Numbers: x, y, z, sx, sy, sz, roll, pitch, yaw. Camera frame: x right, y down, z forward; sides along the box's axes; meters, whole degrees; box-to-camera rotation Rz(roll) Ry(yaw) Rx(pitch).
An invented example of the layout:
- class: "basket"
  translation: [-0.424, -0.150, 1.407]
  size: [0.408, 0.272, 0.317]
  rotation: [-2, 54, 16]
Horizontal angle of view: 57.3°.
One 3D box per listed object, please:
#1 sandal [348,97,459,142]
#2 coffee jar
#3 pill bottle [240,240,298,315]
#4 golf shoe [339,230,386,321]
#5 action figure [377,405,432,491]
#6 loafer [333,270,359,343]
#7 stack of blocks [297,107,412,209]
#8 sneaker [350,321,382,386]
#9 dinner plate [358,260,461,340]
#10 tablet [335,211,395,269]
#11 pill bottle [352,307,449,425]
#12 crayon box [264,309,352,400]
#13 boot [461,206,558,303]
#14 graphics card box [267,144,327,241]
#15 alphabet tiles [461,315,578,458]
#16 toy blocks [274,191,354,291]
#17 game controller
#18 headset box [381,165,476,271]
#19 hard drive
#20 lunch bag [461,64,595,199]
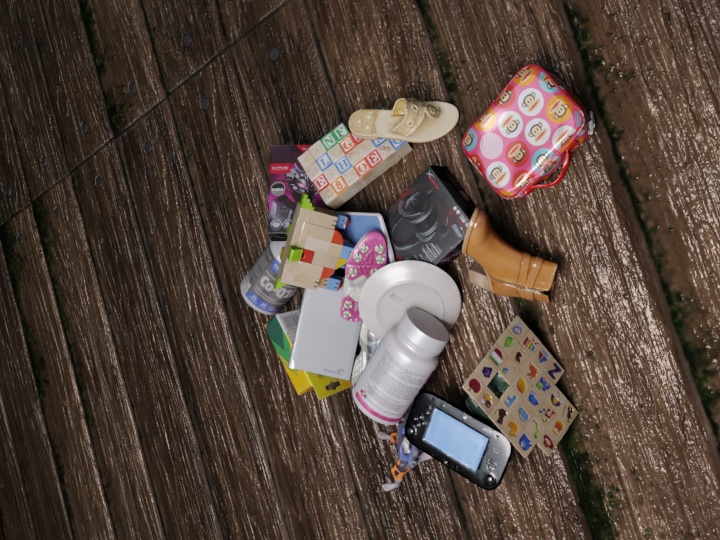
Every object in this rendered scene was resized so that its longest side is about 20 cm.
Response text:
- class: "sandal"
  translation: [0.077, -0.283, 1.216]
  size: [0.207, 0.070, 0.079]
  rotation: [-2, 80, 10]
- class: "coffee jar"
  translation: [0.234, 0.253, 1.195]
  size: [0.203, 0.103, 0.086]
  rotation: [-69, 24, 19]
- class: "pill bottle"
  translation: [-0.170, -0.007, 1.449]
  size: [0.114, 0.113, 0.201]
  rotation: [52, 121, 19]
- class: "golf shoe"
  translation: [0.000, 0.000, 1.278]
  size: [0.074, 0.092, 0.203]
  rotation: [12, 122, -11]
- class: "action figure"
  translation: [0.109, 0.321, 1.302]
  size: [0.193, 0.103, 0.202]
  rotation: [-44, 27, 42]
- class: "loafer"
  translation: [-0.047, 0.069, 1.414]
  size: [0.072, 0.062, 0.204]
  rotation: [161, 101, -66]
- class: "stack of blocks"
  translation: [-0.011, -0.230, 1.302]
  size: [0.199, 0.058, 0.116]
  rotation: [-35, 76, 10]
- class: "sneaker"
  translation: [0.042, 0.153, 1.354]
  size: [0.085, 0.078, 0.204]
  rotation: [13, 106, 15]
- class: "dinner plate"
  translation: [0.093, 0.071, 1.251]
  size: [0.196, 0.024, 0.203]
  rotation: [2, 122, 3]
- class: "tablet"
  translation: [0.002, -0.055, 1.319]
  size: [0.199, 0.014, 0.132]
  rotation: [10, 120, 57]
- class: "pill bottle"
  translation: [0.076, 0.178, 1.232]
  size: [0.113, 0.113, 0.202]
  rotation: [41, 114, 24]
- class: "crayon box"
  translation: [-0.111, 0.183, 1.419]
  size: [0.051, 0.126, 0.202]
  rotation: [-38, 73, 32]
- class: "boot"
  translation: [0.256, -0.019, 1.120]
  size: [0.153, 0.077, 0.202]
  rotation: [17, 143, 26]
- class: "graphics card box"
  translation: [-0.128, -0.162, 1.368]
  size: [0.123, 0.051, 0.204]
  rotation: [0, 74, -2]
- class: "alphabet tiles"
  translation: [0.284, 0.208, 1.122]
  size: [0.200, 0.167, 0.008]
  rotation: [48, 157, -8]
- class: "toy blocks"
  translation: [-0.076, -0.041, 1.290]
  size: [0.100, 0.134, 0.203]
  rotation: [-125, 51, -67]
- class: "game controller"
  translation: [0.169, 0.294, 1.155]
  size: [0.198, 0.042, 0.106]
  rotation: [25, 110, 29]
- class: "headset box"
  translation: [0.123, -0.076, 1.255]
  size: [0.200, 0.077, 0.150]
  rotation: [-44, 71, 29]
- class: "hard drive"
  translation: [-0.064, 0.112, 1.354]
  size: [0.129, 0.027, 0.204]
  rotation: [13, 84, -10]
- class: "lunch bag"
  translation: [0.288, -0.223, 1.118]
  size: [0.200, 0.081, 0.177]
  rotation: [-46, 70, 29]
